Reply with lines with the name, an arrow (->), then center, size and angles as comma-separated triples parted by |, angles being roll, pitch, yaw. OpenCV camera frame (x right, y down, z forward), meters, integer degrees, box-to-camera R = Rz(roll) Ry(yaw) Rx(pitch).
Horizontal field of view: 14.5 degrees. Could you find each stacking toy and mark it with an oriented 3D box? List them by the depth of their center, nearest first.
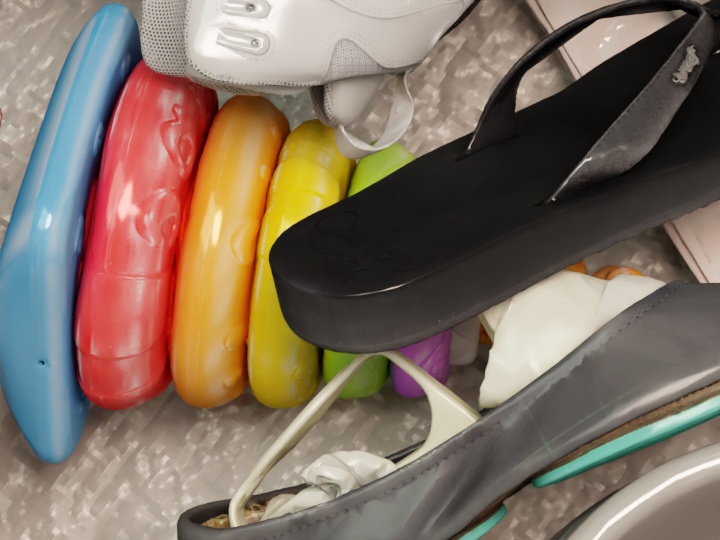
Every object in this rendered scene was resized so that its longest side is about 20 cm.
stacking toy -> 0.000, 0.000, 0.841 | 0.200, 0.116, 0.110 | 9, 48, 5

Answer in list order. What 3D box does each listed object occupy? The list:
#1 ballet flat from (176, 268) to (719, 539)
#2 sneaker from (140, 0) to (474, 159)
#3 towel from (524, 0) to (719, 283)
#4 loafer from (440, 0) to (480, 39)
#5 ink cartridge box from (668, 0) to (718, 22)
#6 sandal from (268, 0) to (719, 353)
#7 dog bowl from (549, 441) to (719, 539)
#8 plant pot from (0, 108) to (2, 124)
ballet flat -> 0.034, 0.041, 0.774 | 0.200, 0.073, 0.073 | -32, 63, 9
sneaker -> -0.044, -0.117, 0.764 | 0.200, 0.075, 0.115 | 30, 86, -17
towel -> 0.173, -0.070, 0.852 | 0.200, 0.032, 0.191 | -30, 64, 4
loafer -> 0.013, -0.133, 0.892 | 0.071, 0.073, 0.200 | 1, 41, 36
ink cartridge box -> 0.144, -0.173, 0.802 | 0.200, 0.145, 0.083 | -30, 66, 5
sandal -> 0.062, -0.039, 0.782 | 0.200, 0.043, 0.076 | -31, 32, -32
dog bowl -> 0.122, 0.133, 0.747 | 0.200, 0.059, 0.200 | -1, 69, 2
plant pot -> -0.212, 0.007, 0.834 | 0.176, 0.200, 0.200 | 15, 69, -12
